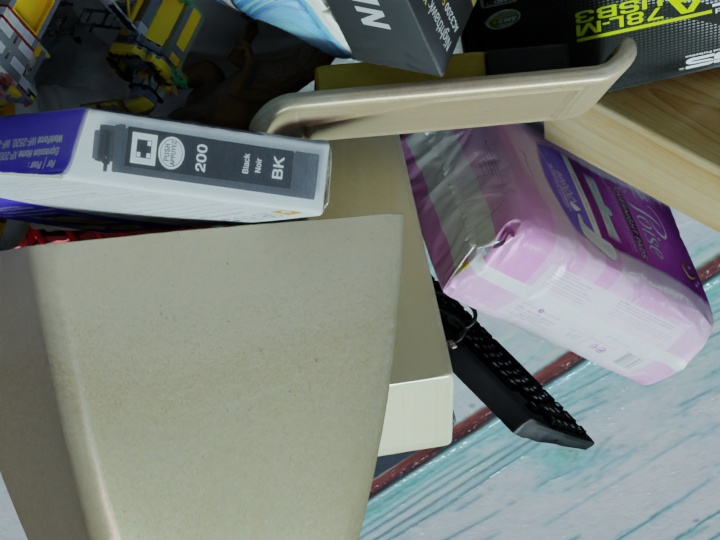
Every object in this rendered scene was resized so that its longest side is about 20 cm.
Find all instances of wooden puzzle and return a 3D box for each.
[{"bbox_3d":[0.039,-0.093,1.527,0.199,0.037,0.185,-10,178,-1],"label":"wooden puzzle"}]

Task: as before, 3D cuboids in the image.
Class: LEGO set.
[{"bbox_3d":[-0.187,-0.112,1.413,0.199,0.116,0.154,14,156,27],"label":"LEGO set"}]

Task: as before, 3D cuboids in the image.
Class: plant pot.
[{"bbox_3d":[-0.095,0.071,1.526,0.199,0.178,0.200,-5,179,-22],"label":"plant pot"}]

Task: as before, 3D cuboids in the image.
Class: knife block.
[{"bbox_3d":[0.215,-0.054,1.654,0.199,0.176,0.064,-10,146,-2],"label":"knife block"}]

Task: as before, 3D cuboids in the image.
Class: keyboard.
[{"bbox_3d":[0.059,0.028,1.714,0.104,0.200,0.040,11,117,-52],"label":"keyboard"}]

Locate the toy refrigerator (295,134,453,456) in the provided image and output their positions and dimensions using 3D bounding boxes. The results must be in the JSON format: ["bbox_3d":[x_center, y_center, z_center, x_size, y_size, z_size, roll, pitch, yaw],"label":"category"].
[{"bbox_3d":[0.000,0.000,1.644,0.070,0.201,0.076,-8,147,-5],"label":"toy refrigerator"}]

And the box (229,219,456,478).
[{"bbox_3d":[-0.084,0.065,1.783,0.196,0.125,0.200,-32,141,31],"label":"box"}]

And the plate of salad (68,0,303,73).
[{"bbox_3d":[-0.058,-0.174,1.505,0.199,0.048,0.201,-8,145,-5],"label":"plate of salad"}]

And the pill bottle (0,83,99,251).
[{"bbox_3d":[-0.241,-0.064,1.555,0.199,0.110,0.109,2,144,-20],"label":"pill bottle"}]

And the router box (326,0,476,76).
[{"bbox_3d":[0.021,-0.213,1.375,0.052,0.158,0.200,13,156,25],"label":"router box"}]

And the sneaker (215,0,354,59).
[{"bbox_3d":[-0.058,-0.164,1.435,0.090,0.079,0.200,-7,152,34],"label":"sneaker"}]

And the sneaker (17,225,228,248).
[{"bbox_3d":[-0.173,-0.025,1.667,0.199,0.079,0.115,-32,143,25],"label":"sneaker"}]

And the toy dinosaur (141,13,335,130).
[{"bbox_3d":[-0.086,-0.076,1.541,0.200,0.061,0.106,-35,141,30],"label":"toy dinosaur"}]

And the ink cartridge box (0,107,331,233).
[{"bbox_3d":[-0.151,-0.050,1.417,0.199,0.044,0.198,5,175,-39],"label":"ink cartridge box"}]

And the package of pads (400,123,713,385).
[{"bbox_3d":[0.116,-0.017,1.726,0.076,0.121,0.199,-39,137,27],"label":"package of pads"}]

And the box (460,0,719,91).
[{"bbox_3d":[0.148,-0.160,1.572,0.199,0.048,0.193,-13,154,0],"label":"box"}]
